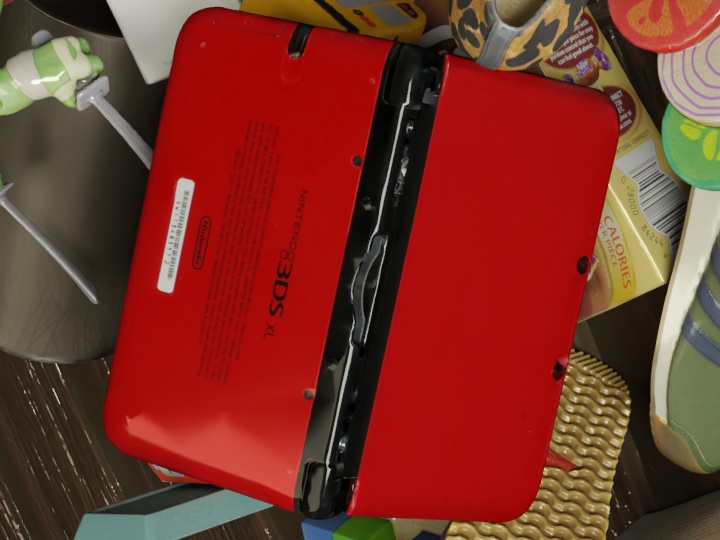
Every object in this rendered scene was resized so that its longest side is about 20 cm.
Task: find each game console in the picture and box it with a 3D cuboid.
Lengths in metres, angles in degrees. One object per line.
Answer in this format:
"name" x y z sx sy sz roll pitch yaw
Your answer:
"game console" 0.000 0.000 0.729 0.172 0.119 0.201 14 96 25

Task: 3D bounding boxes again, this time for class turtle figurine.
"turtle figurine" -0.175 -0.089 0.834 0.144 0.199 0.194 103 168 -73

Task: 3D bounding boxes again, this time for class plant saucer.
"plant saucer" -0.061 0.119 0.911 0.070 0.200 0.019 -7 93 45

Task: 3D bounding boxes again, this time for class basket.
"basket" -0.165 -0.078 0.974 0.136 0.180 0.200 12 123 -10

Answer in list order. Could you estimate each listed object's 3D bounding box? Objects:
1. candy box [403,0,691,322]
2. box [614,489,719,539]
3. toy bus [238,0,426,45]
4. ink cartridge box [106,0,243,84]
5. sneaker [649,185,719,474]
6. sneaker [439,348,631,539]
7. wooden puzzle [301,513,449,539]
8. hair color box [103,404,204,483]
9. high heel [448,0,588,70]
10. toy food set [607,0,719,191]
"candy box" 0.073 -0.072 0.800 0.117 0.056 0.200 -28 93 50
"box" 0.155 0.185 0.762 0.152 0.200 0.106 -35 86 49
"toy bus" -0.044 -0.051 0.805 0.065 0.078 0.200 43 129 26
"ink cartridge box" -0.110 -0.210 0.821 0.068 0.116 0.200 -18 113 13
"sneaker" 0.188 0.020 0.730 0.090 0.067 0.201 29 128 37
"sneaker" 0.080 0.129 0.812 0.075 0.200 0.090 27 132 8
"wooden puzzle" 0.038 0.215 1.002 0.185 0.046 0.200 10 126 41
"hair color box" -0.032 0.055 0.858 0.200 0.111 0.064 -5 126 50
"high heel" 0.090 -0.176 0.639 0.071 0.143 0.200 21 112 -1
"toy food set" 0.179 -0.113 0.630 0.198 0.049 0.200 40 122 43
